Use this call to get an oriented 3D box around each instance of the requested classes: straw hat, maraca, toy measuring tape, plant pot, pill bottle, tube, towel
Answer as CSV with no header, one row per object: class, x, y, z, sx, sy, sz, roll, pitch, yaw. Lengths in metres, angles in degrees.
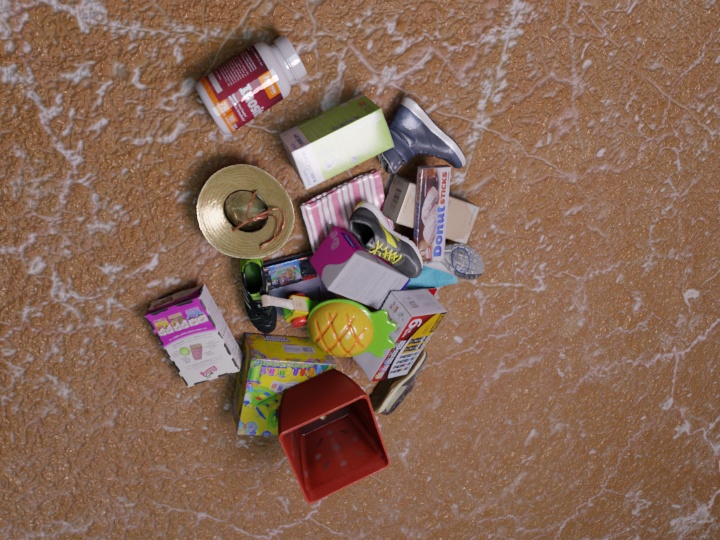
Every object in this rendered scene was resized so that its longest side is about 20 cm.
straw hat,-0.234,-0.126,1.483,0.195,0.085,0.207,-2,108,-6
maraca,-0.020,0.127,1.554,0.194,0.108,0.140,7,118,4
toy measuring tape,-0.160,0.083,1.552,0.198,0.073,0.075,12,112,-53
plant pot,-0.073,0.332,1.548,0.196,0.177,0.204,-23,120,-7
pill bottle,-0.206,-0.358,1.376,0.198,0.113,0.114,-33,119,-1
tube,0.139,0.019,1.690,0.195,0.050,0.079,-16,114,-15
towel,-0.026,-0.114,1.570,0.197,0.030,0.149,-27,118,-16

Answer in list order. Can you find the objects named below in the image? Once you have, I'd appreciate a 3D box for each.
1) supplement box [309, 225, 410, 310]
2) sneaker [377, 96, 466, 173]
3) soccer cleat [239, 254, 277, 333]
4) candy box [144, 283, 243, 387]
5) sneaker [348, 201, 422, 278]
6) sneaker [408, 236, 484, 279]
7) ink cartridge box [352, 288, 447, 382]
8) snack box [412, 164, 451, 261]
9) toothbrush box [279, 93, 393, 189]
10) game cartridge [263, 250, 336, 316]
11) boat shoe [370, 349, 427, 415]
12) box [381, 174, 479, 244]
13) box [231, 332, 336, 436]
supplement box,0.000,0.000,1.564,0.198,0.102,0.104,21,114,-46
sneaker,0.122,-0.247,1.539,0.201,0.077,0.147,37,88,-23
soccer cleat,-0.221,0.055,1.537,0.066,0.081,0.205,-11,116,-3
candy box,-0.355,0.142,1.558,0.133,0.061,0.203,-17,118,11
sneaker,0.046,-0.051,1.524,0.200,0.085,0.075,44,128,2
sneaker,0.188,-0.032,1.644,0.195,0.087,0.076,18,87,-5
ink cartridge box,0.103,0.144,1.652,0.173,0.084,0.202,-5,133,-46
snack box,0.150,-0.120,1.534,0.070,0.024,0.205,-7,112,-23
toothbrush box,-0.051,-0.263,1.449,0.196,0.146,0.088,-26,119,-6
game cartridge,-0.155,0.031,1.609,0.195,0.039,0.132,-15,120,-11
boat shoe,0.101,0.272,1.779,0.064,0.074,0.201,31,105,-37
box,0.156,-0.133,1.593,0.196,0.078,0.097,13,103,-29
box,-0.179,0.264,1.652,0.195,0.122,0.197,7,111,-21
